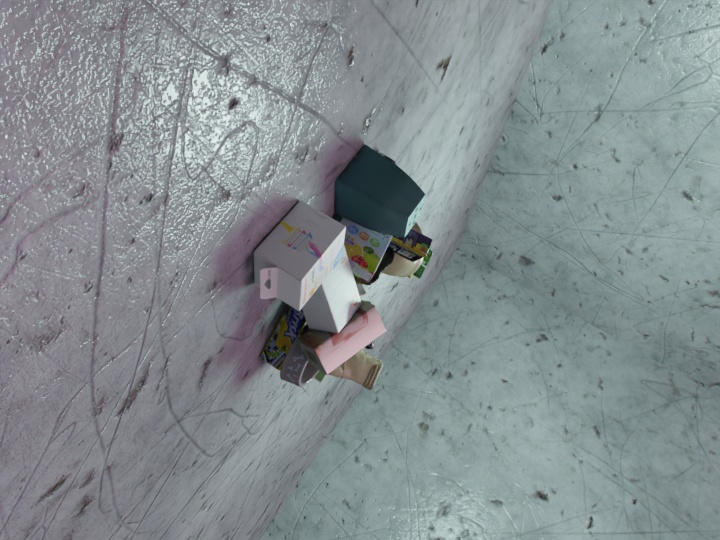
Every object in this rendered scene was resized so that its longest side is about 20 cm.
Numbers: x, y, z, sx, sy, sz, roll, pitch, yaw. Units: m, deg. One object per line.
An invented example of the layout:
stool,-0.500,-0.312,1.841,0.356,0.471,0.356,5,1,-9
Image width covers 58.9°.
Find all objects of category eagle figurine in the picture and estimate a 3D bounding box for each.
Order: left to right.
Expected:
eagle figurine,-0.004,-0.001,1.792,0.151,0.150,0.202,25,80,-48

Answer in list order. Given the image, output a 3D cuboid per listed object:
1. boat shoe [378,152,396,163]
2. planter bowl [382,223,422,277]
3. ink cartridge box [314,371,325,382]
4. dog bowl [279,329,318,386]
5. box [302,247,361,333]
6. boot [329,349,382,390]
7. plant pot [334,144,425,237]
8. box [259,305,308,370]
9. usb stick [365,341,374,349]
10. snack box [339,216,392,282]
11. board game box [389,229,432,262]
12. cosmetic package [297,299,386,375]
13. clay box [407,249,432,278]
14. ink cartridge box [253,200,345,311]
boat shoe,0.037,-0.220,1.756,0.202,0.067,0.072,-64,166,15
planter bowl,0.089,-0.076,2.056,0.134,0.200,0.202,-4,128,-41
ink cartridge box,-0.121,0.214,1.909,0.201,0.145,0.048,-57,174,-12
dog bowl,-0.139,0.229,1.749,0.201,0.058,0.201,-53,164,-22
box,-0.087,0.034,1.580,0.124,0.097,0.202,-48,132,-43
boot,-0.007,0.233,1.851,0.073,0.154,0.202,-50,-159,53
plant pot,0.055,-0.185,1.611,0.142,0.199,0.142,-53,165,-26
box,-0.188,0.165,1.721,0.201,0.070,0.064,-61,167,2
usb stick,-0.036,0.155,1.782,0.032,0.199,0.056,-35,-148,28
snack box,0.002,-0.084,1.673,0.201,0.141,0.053,-62,-176,-39
board game box,0.094,-0.097,1.855,0.165,0.198,0.057,148,-33,-78
cosmetic package,-0.047,0.166,1.641,0.199,0.103,0.088,-34,114,-23
clay box,0.137,-0.061,2.182,0.116,0.199,0.048,-65,165,21
ink cartridge box,-0.139,-0.023,1.386,0.201,0.124,0.129,-53,165,-31
